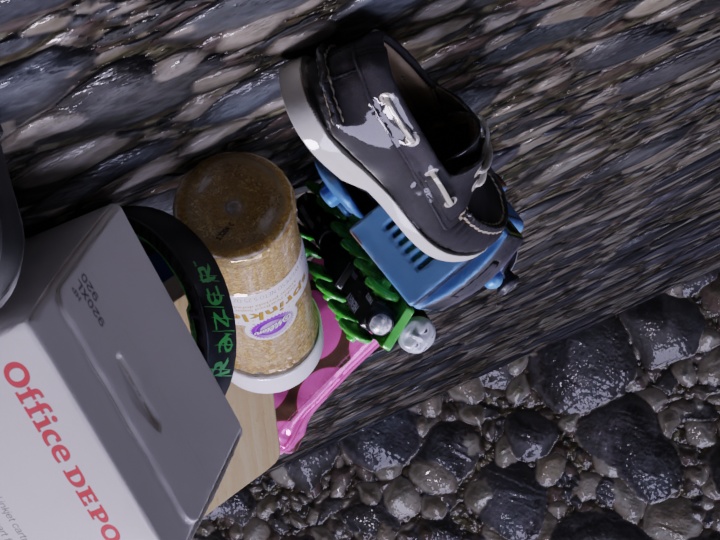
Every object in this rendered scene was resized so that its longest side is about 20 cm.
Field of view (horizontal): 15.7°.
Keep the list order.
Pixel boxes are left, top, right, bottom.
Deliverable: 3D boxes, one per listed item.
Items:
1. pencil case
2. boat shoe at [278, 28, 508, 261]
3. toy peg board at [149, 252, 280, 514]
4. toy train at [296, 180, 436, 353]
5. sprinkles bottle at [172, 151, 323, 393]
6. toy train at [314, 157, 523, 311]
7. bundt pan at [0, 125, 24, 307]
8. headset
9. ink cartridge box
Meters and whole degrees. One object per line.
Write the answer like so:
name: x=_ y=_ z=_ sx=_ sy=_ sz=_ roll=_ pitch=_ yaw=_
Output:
pencil case: x=-0.016 y=0.039 z=1.762 sx=0.200 sy=0.094 sz=0.091 roll=-47 pitch=149 yaw=10
boat shoe: x=0.033 y=-0.064 z=1.324 sx=0.060 sy=0.074 sz=0.200 roll=-23 pitch=146 yaw=22
toy peg board: x=-0.162 y=0.082 z=1.619 sx=0.199 sy=0.098 sz=0.200 roll=-36 pitch=144 yaw=-27
toy train: x=0.000 y=0.000 z=1.541 sx=0.042 sy=0.056 sz=0.200 roll=-57 pitch=-156 yaw=12
sprinkles bottle: x=-0.062 y=0.004 z=1.482 sx=0.068 sy=0.068 sz=0.200 roll=-24 pitch=157 yaw=-6
toy train: x=0.042 y=-0.035 z=1.512 sx=0.087 sy=0.114 sz=0.200 roll=-38 pitch=170 yaw=8
bundt pan: x=-0.234 y=0.011 z=1.134 sx=0.201 sy=0.076 sz=0.202 roll=-24 pitch=173 yaw=-3
headset: x=-0.155 y=0.033 z=1.399 sx=0.200 sy=0.124 sz=0.094 roll=-5 pitch=-172 yaw=44
ink cartridge box: x=-0.187 y=0.086 z=1.298 sx=0.200 sy=0.147 sz=0.145 roll=-22 pitch=-161 yaw=21
